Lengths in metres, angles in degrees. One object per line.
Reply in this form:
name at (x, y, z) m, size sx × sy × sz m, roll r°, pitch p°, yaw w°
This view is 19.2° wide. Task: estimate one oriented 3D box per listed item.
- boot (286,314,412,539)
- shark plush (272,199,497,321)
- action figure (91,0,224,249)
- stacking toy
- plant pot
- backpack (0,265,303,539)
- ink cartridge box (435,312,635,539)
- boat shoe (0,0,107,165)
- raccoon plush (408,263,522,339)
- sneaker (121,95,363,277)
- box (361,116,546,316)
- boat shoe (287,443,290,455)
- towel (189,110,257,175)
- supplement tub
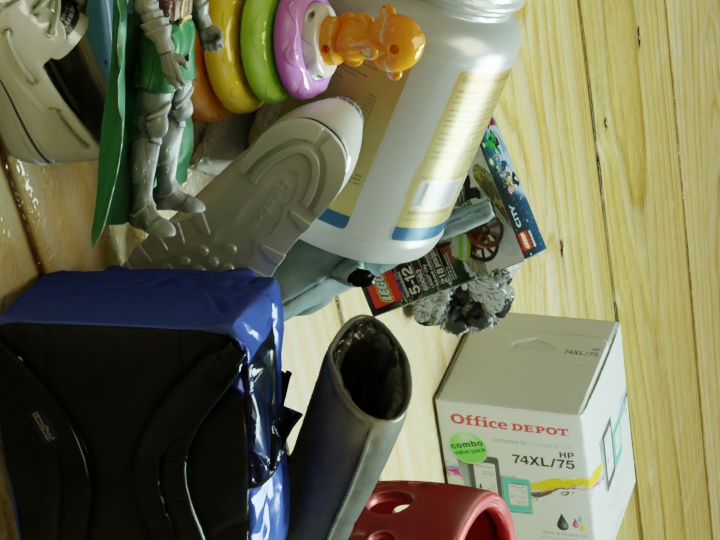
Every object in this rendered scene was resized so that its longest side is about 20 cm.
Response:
boot at (-0.026, 0.111, 1.319) m, size 0.182 × 0.072 × 0.201 m, roll -113°, pitch -153°, yaw -53°
shark plush at (0.000, 0.000, 1.471) m, size 0.083 × 0.199 × 0.091 m, roll -80°, pitch 161°, yaw -64°
action figure at (-0.107, -0.122, 1.150) m, size 0.118 × 0.054 × 0.201 m, roll -52°, pitch 148°, yaw -62°
stacking toy at (-0.054, -0.138, 1.272) m, size 0.110 × 0.199 × 0.117 m, roll -41°, pitch 129°, yaw -61°
plant pot at (0.002, 0.248, 1.538) m, size 0.200 × 0.182 × 0.201 m, roll 4°, pitch 90°, yaw -70°
backpack at (-0.110, 0.103, 1.235) m, size 0.168 × 0.162 × 0.201 m, roll -45°, pitch 135°, yaw -65°
ink cartridge box at (0.170, 0.162, 2.029) m, size 0.146 × 0.146 × 0.201 m, roll -60°, pitch 147°, yaw -48°
boat shoe at (-0.176, -0.136, 1.136) m, size 0.200 × 0.066 × 0.074 m, roll 69°, pitch 32°, yaw -50°
raccoon plush at (0.093, -0.040, 1.867) m, size 0.134 × 0.096 × 0.201 m, roll -69°, pitch 155°, yaw -56°
sneaker at (-0.071, -0.030, 1.305) m, size 0.076 × 0.200 × 0.081 m, roll 46°, pitch 27°, yaw -10°
box at (0.033, -0.082, 1.510) m, size 0.038 × 0.136 × 0.201 m, roll -24°, pitch 92°, yaw -57°
boat shoe at (-0.094, 0.059, 1.417) m, size 0.068 × 0.072 × 0.201 m, roll -122°, pitch -160°, yaw -51°
towel at (-0.047, -0.151, 1.431) m, size 0.201 × 0.034 × 0.132 m, roll -62°, pitch 157°, yaw 10°
supplement tub at (0.017, -0.122, 1.367) m, size 0.201 × 0.144 × 0.145 m, roll -67°, pitch 167°, yaw 23°
